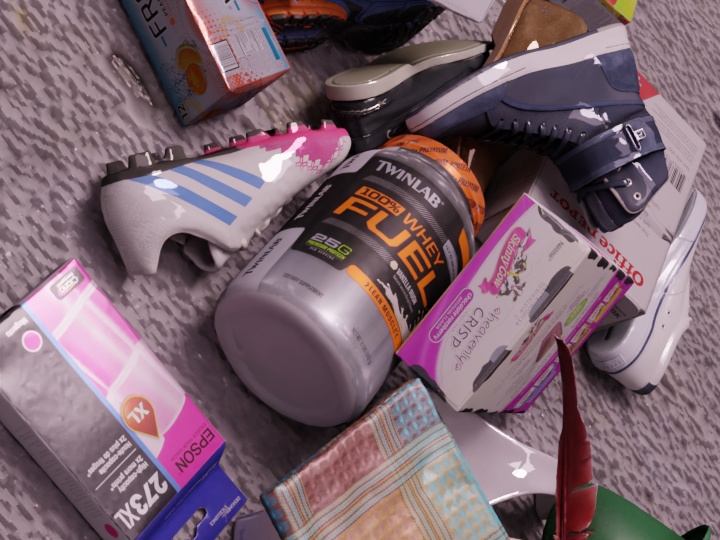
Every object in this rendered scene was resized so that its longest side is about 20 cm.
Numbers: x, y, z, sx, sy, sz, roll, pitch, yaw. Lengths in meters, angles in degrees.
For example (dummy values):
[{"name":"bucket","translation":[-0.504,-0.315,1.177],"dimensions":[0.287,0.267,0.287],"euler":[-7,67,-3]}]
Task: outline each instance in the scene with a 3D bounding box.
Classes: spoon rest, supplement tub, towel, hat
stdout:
[{"name":"spoon rest","translation":[0.082,0.143,0.932],"dimensions":[0.198,0.060,0.101],"euler":[17,65,-32]},{"name":"supplement tub","translation":[0.000,0.000,0.879],"dimensions":[0.123,0.122,0.200],"euler":[49,52,-12]},{"name":"towel","translation":[0.038,0.186,0.778],"dimensions":[0.146,0.022,0.202],"euler":[-33,97,-39]},{"name":"hat","translation":[0.140,0.180,0.924],"dimensions":[0.176,0.166,0.200],"euler":[44,96,10]}]

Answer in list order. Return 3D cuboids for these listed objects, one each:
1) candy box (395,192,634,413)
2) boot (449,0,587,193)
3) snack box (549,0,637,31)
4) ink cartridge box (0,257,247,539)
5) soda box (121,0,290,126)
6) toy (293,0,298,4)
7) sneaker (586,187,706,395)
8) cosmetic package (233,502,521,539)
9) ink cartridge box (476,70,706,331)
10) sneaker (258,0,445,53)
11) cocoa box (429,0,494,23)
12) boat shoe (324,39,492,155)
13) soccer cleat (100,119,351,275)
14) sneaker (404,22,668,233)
[{"name":"candy box","translation":[0.115,0.031,0.890],"dimensions":[0.061,0.137,0.200],"euler":[41,8,19]},{"name":"boot","translation":[0.123,-0.127,1.010],"dimensions":[0.075,0.074,0.202],"euler":[20,76,14]},{"name":"snack box","translation":[0.214,-0.338,1.200],"dimensions":[0.142,0.053,0.202],"euler":[37,56,-23]},{"name":"ink cartridge box","translation":[-0.152,0.099,0.789],"dimensions":[0.201,0.037,0.095],"euler":[53,52,-12]},{"name":"soda box","translation":[-0.129,-0.209,0.887],"dimensions":[0.063,0.068,0.202],"euler":[-27,91,-42]},{"name":"toy","translation":[-0.091,-0.297,0.898],"dimensions":[0.115,0.047,0.202],"euler":[30,30,-57]},{"name":"sneaker","translation":[0.259,0.018,1.110],"dimensions":[0.071,0.073,0.201],"euler":[45,62,-26]},{"name":"cosmetic package","translation":[0.021,0.207,0.837],"dimensions":[0.198,0.105,0.072],"euler":[17,65,-30]},{"name":"ink cartridge box","translation":[0.196,-0.071,1.075],"dimensions":[0.147,0.083,0.201],"euler":[42,55,-18]},{"name":"sneaker","translation":[-0.008,-0.219,0.982],"dimensions":[0.198,0.075,0.080],"euler":[-8,76,-40]},{"name":"cocoa box","translation":[0.035,-0.298,0.941],"dimensions":[0.132,0.132,0.201],"euler":[18,23,-30]},{"name":"boat shoe","translation":[0.045,-0.137,0.997],"dimensions":[0.199,0.074,0.067],"euler":[-34,122,-53]},{"name":"soccer cleat","translation":[-0.087,-0.049,0.874],"dimensions":[0.198,0.069,0.088],"euler":[-17,97,-35]},{"name":"sneaker","translation":[0.140,-0.090,0.946],"dimensions":[0.200,0.077,0.148],"euler":[-20,90,-22]}]
